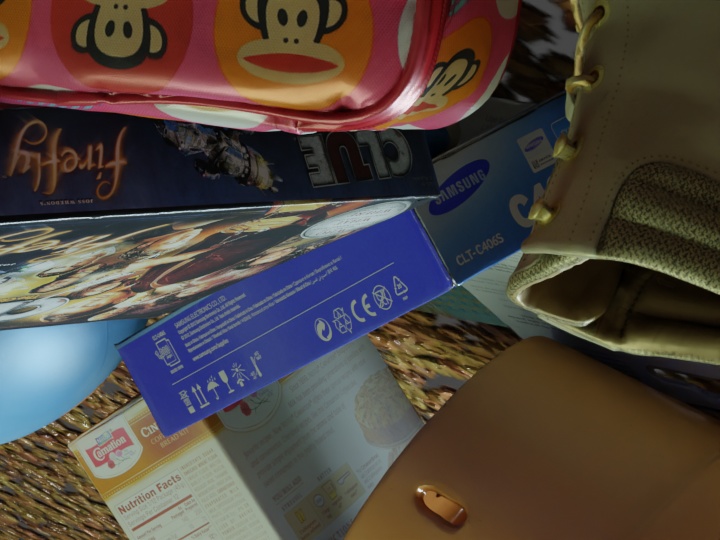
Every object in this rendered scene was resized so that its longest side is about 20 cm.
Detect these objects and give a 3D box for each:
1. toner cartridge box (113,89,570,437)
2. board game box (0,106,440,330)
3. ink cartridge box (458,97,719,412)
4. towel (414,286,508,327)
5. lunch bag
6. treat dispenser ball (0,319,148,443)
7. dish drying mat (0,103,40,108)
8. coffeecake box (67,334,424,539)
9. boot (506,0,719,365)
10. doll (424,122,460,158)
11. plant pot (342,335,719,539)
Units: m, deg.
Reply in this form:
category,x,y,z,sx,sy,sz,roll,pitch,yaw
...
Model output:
category,x,y,z,sx,sy,sz,roll,pitch,yaw
toner cartridge box,0.000,0.000,1.091,0.200,0.095,0.043,-29,91,51
board game box,-0.090,-0.014,0.909,0.135,0.035,0.200,-22,169,39
ink cartridge box,0.105,-0.004,1.171,0.199,0.041,0.200,12,159,44
towel,-0.019,-0.024,1.339,0.200,0.022,0.147,9,156,49
lunch bag,-0.050,-0.130,0.805,0.200,0.177,0.082,7,-173,24
treat dispenser ball,-0.180,-0.023,1.263,0.200,0.201,0.201,24,164,8
dish drying mat,-0.101,-0.049,0.975,0.077,0.018,0.200,19,162,-1
coffeecake box,-0.017,0.120,1.327,0.073,0.153,0.200,-31,92,30
boot,0.066,-0.064,0.836,0.200,0.156,0.073,21,163,19
doll,-0.029,-0.038,1.075,0.136,0.049,0.200,-7,175,-14
plant pot,0.084,0.121,1.222,0.140,0.200,0.200,41,168,15
